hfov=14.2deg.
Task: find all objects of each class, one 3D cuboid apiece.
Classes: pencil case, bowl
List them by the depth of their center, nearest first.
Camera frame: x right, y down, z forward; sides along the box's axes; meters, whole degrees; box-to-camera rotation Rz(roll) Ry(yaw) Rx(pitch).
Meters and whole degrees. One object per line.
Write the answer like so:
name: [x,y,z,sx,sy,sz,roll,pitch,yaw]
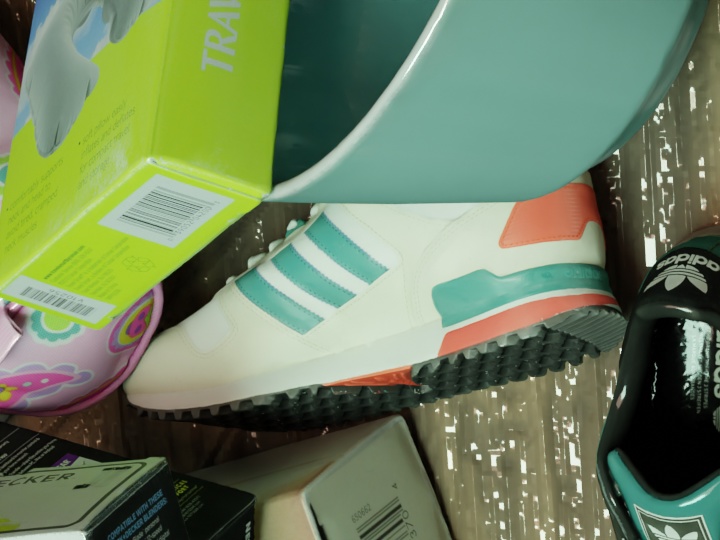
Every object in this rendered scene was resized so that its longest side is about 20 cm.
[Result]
bowl: [0.041,-0.101,0.916,0.105,0.201,0.201,20,117,-23]
pencil case: [-0.149,-0.037,1.043,0.087,0.087,0.200,-52,57,27]

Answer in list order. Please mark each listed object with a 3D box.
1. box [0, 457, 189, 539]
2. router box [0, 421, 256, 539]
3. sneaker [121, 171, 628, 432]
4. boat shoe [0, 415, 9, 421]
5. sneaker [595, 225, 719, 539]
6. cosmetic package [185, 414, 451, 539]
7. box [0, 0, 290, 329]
box: [-0.099,0.166,0.937,0.117,0.060,0.200,-6,106,26]
router box: [-0.116,0.155,1.009,0.149,0.051,0.200,15,115,21]
sneaker: [0.000,0.000,1.021,0.200,0.070,0.093,-15,75,33]
boat shoe: [-0.196,0.020,1.055,0.071,0.200,0.070,-43,68,7]
sneaker: [0.111,0.089,0.960,0.071,0.080,0.200,0,101,26]
cosmetic package: [-0.066,0.133,1.061,0.200,0.087,0.103,-19,97,31]
box: [-0.066,-0.094,0.953,0.122,0.048,0.200,-35,42,52]
